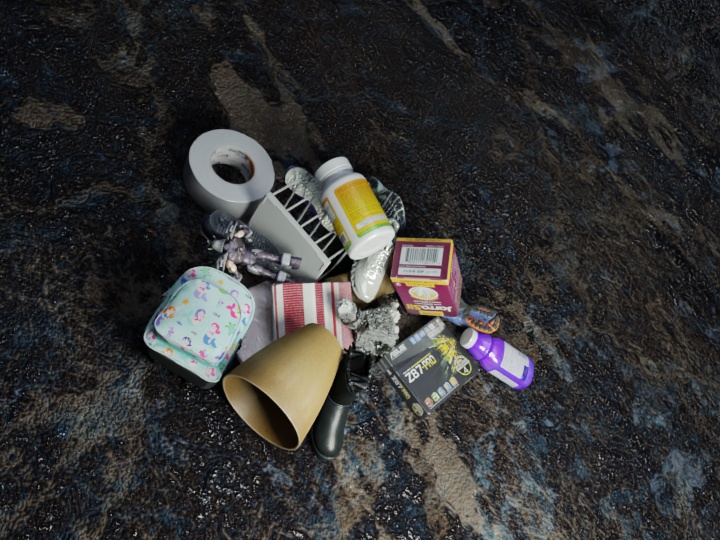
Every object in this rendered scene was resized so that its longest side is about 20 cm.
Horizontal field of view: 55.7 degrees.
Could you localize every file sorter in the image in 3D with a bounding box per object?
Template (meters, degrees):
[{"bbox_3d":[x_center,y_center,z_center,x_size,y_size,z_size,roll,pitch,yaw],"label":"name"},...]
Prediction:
[{"bbox_3d":[-0.129,-0.078,1.506,0.200,0.139,0.124,49,48,6],"label":"file sorter"}]

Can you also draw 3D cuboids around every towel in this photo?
[{"bbox_3d":[-0.188,0.118,1.420,0.199,0.032,0.192,-23,75,-37],"label":"towel"},{"bbox_3d":[-0.098,0.098,1.420,0.198,0.023,0.146,0,83,-38],"label":"towel"}]

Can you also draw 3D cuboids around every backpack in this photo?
[{"bbox_3d":[-0.297,0.095,1.286,0.176,0.151,0.201,31,58,-5],"label":"backpack"}]

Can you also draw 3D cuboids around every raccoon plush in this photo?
[{"bbox_3d":[0.029,0.085,1.472,0.135,0.095,0.201,-82,153,-45],"label":"raccoon plush"}]

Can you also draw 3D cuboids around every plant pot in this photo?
[{"bbox_3d":[-0.126,0.199,1.290,0.186,0.187,0.200,43,57,1],"label":"plant pot"}]

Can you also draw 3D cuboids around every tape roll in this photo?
[{"bbox_3d":[-0.298,-0.220,1.544,0.198,0.066,0.203,13,56,-21],"label":"tape roll"}]

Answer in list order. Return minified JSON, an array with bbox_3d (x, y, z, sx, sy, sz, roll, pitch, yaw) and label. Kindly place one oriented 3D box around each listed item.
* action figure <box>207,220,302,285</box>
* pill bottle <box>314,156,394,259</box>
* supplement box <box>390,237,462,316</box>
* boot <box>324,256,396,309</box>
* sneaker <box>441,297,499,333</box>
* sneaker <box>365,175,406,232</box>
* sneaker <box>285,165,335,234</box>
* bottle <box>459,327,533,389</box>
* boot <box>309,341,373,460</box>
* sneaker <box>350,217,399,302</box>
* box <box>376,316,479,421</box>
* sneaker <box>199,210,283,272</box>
[{"bbox_3d":[-0.222,-0.020,1.390,0.198,0.069,0.132,23,76,-27],"label":"action figure"},{"bbox_3d":[-0.018,-0.136,1.449,0.110,0.111,0.202,-17,72,-35],"label":"pill bottle"},{"bbox_3d":[0.152,0.017,1.532,0.129,0.200,0.105,2,65,18],"label":"supplement box"},{"bbox_3d":[0.000,0.000,1.557,0.198,0.066,0.177,-21,87,-36],"label":"boot"},{"bbox_3d":[0.232,0.103,1.640,0.198,0.079,0.076,29,68,10],"label":"sneaker"},{"bbox_3d":[0.069,-0.155,1.664,0.086,0.078,0.201,37,15,-44],"label":"sneaker"},{"bbox_3d":[-0.103,-0.177,1.621,0.200,0.069,0.100,48,3,-21],"label":"sneaker"},{"bbox_3d":[0.321,0.203,1.606,0.199,0.065,0.084,32,51,-22],"label":"bottle"},{"bbox_3d":[-0.034,0.255,1.337,0.073,0.163,0.200,19,54,-16],"label":"boot"},{"bbox_3d":[0.035,-0.028,1.506,0.075,0.081,0.203,25,69,-26],"label":"sneaker"},{"bbox_3d":[0.155,0.217,1.538,0.199,0.049,0.162,-29,74,-38],"label":"box"},{"bbox_3d":[-0.255,-0.051,1.463,0.200,0.082,0.071,41,53,-22],"label":"sneaker"}]
